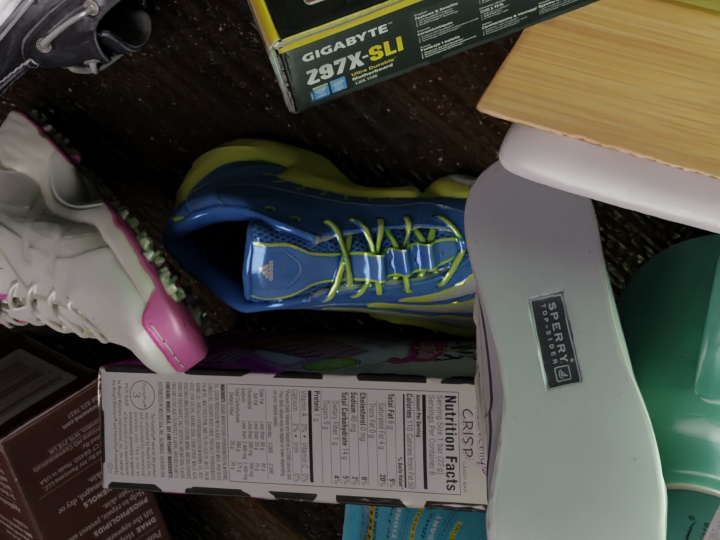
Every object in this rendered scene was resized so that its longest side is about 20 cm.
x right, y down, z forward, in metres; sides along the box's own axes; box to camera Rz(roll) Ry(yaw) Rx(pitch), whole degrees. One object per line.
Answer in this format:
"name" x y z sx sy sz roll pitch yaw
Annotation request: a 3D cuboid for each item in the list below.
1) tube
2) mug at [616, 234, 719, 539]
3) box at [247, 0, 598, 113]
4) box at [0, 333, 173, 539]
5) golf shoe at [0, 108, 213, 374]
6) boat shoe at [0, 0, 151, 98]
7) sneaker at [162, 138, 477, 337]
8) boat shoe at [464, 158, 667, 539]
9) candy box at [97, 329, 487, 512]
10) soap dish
"tube" 0.034 0.126 0.972 0.050 0.078 0.200 12 176 -23
"mug" 0.155 0.068 0.885 0.151 0.115 0.185 -15 124 42
"box" 0.039 -0.163 0.739 0.198 0.161 0.049 -20 152 -3
"box" -0.149 0.143 1.101 0.100 0.075 0.202 19 133 52
"golf shoe" -0.138 0.003 0.961 0.200 0.091 0.076 43 170 49
"boat shoe" -0.127 -0.121 0.949 0.068 0.072 0.200 45 121 -6
"sneaker" 0.000 0.000 0.938 0.198 0.105 0.076 12 116 17
"boat shoe" 0.077 0.056 0.830 0.071 0.066 0.202 -13 78 5
"candy box" -0.003 0.065 0.960 0.198 0.136 0.062 1 96 23
"soap dish" 0.159 -0.067 0.802 0.198 0.157 0.082 17 110 14
